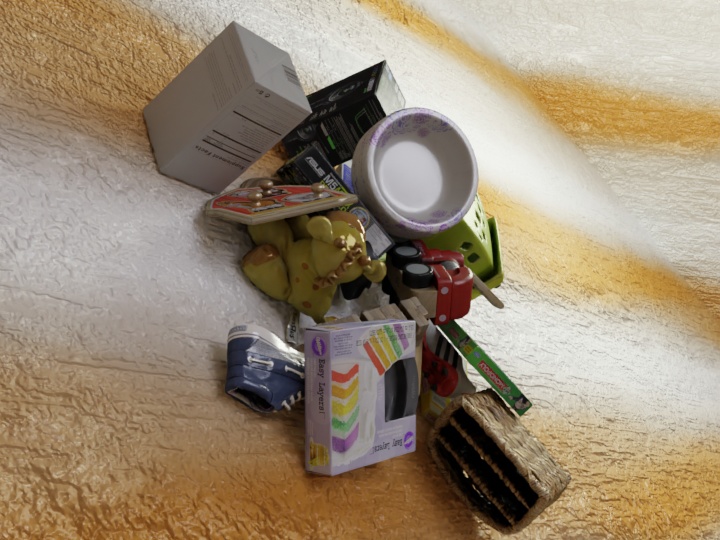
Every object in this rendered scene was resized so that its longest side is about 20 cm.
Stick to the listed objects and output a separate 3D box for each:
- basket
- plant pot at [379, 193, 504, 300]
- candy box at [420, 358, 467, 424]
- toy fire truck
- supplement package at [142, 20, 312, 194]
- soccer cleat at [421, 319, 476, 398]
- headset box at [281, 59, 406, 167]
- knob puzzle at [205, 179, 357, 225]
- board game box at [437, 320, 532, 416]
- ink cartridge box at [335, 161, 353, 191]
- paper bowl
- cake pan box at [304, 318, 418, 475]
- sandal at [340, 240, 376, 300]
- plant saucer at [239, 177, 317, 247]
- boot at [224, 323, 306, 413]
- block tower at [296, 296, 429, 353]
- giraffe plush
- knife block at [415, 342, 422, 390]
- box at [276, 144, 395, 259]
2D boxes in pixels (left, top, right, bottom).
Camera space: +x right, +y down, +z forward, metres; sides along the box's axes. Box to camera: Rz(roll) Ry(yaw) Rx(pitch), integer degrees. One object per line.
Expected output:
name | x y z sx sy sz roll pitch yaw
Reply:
basket | 0.186 0.291 1.557 0.200 0.143 0.149 49 18 17
plant pot | 0.142 -0.044 1.861 0.182 0.198 0.201 46 26 -28
candy box | 0.139 0.192 1.748 0.102 0.026 0.201 43 27 -24
toy fire truck | 0.145 0.025 1.681 0.198 0.130 0.176 -4 26 -12
supplement package | -0.190 -0.224 1.483 0.119 0.200 0.122 21 40 -49
soccer cleat | 0.120 0.135 1.705 0.085 0.069 0.200 24 22 -38
headset box | -0.034 -0.258 1.819 0.093 0.199 0.174 60 21 -23
knob puzzle | -0.130 -0.108 1.491 0.220 0.218 0.031 -41 129 -65
board game box | 0.189 0.142 1.662 0.135 0.029 0.200 45 3 -16
ink cartridge box | -0.008 -0.122 1.868 0.094 0.037 0.201 36 33 -25
paper bowl | 0.080 -0.150 1.684 0.199 0.104 0.202 4 79 -23
cake pan box | 0.004 0.161 1.392 0.199 0.052 0.186 -1 94 -53
sandal | 0.000 0.001 1.603 0.200 0.043 0.077 158 -83 -74
plant saucer | -0.110 -0.064 1.630 0.200 0.029 0.201 41 28 -28
boot | -0.098 0.150 1.351 0.200 0.072 0.091 32 48 -37
block tower | 0.009 0.094 1.496 0.199 0.058 0.054 -16 53 -34
giraffe plush | -0.056 -0.021 1.471 0.172 0.162 0.201 10 57 -37
knife block | 0.053 0.170 1.580 0.200 0.064 0.176 9 51 -58
box | -0.043 -0.102 1.678 0.200 0.044 0.160 50 -11 -9
